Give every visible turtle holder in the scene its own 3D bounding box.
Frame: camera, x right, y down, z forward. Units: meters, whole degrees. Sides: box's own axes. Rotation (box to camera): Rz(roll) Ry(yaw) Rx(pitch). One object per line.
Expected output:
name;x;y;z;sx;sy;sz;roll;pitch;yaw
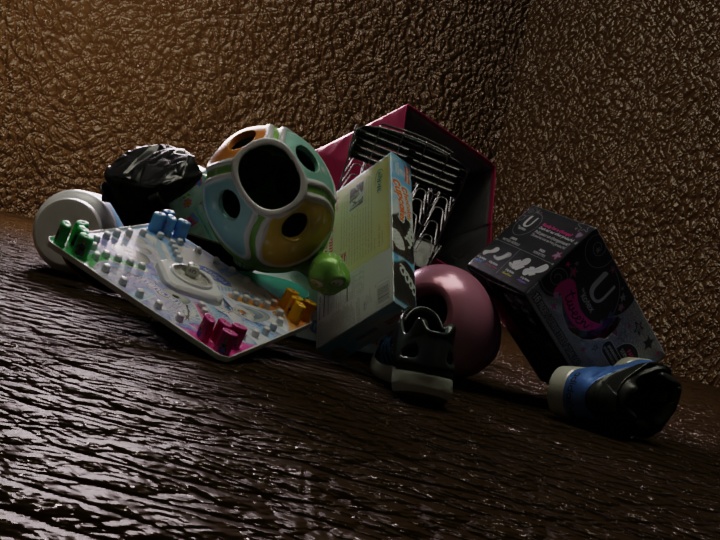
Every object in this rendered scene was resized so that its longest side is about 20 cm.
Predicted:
turtle holder;-0.090;-0.059;1.063;0.138;0.189;0.132;-6;-10;-7

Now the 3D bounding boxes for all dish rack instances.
dish rack;0.040;-0.087;1.205;0.151;0.201;0.055;20;46;0

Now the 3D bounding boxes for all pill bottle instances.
pill bottle;-0.372;-0.051;1.373;0.107;0.111;0.200;13;0;-7

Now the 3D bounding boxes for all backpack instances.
backpack;-0.225;-0.056;1.325;0.166;0.126;0.202;24;-34;50

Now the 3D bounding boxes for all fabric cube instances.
fabric cube;0.052;-0.077;1.463;0.195;0.203;0.198;28;-32;-37

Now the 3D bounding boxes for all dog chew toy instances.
dog chew toy;0.106;0.067;1.190;0.123;0.127;0.200;14;-7;26

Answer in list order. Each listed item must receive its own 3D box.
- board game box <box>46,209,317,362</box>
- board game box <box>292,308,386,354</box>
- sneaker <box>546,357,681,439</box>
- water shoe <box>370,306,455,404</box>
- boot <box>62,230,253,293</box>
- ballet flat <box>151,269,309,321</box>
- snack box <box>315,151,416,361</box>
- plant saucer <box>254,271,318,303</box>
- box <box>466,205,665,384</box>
board game box;-0.156;0.005;0.961;0.198;0.026;0.200;32;15;13
board game box;-0.033;0.068;1.332;0.197;0.042;0.199;14;0;-9
sneaker;0.296;0.132;1.084;0.198;0.078;0.110;7;-1;-43
water shoe;0.058;0.074;0.982;0.070;0.080;0.200;13;1;-9
boot;-0.228;-0.018;1.169;0.198;0.073;0.166;21;-26;-19
ballet flat;-0.140;0.032;1.075;0.198;0.065;0.076;12;21;-44
snack box;0.005;-0.017;1.098;0.037;0.202;0.116;30;-46;-33
plant saucer;-0.076;0.016;1.294;0.198;0.039;0.201;13;1;0
box;0.238;0.044;1.187;0.201;0.115;0.132;53;-11;-27
